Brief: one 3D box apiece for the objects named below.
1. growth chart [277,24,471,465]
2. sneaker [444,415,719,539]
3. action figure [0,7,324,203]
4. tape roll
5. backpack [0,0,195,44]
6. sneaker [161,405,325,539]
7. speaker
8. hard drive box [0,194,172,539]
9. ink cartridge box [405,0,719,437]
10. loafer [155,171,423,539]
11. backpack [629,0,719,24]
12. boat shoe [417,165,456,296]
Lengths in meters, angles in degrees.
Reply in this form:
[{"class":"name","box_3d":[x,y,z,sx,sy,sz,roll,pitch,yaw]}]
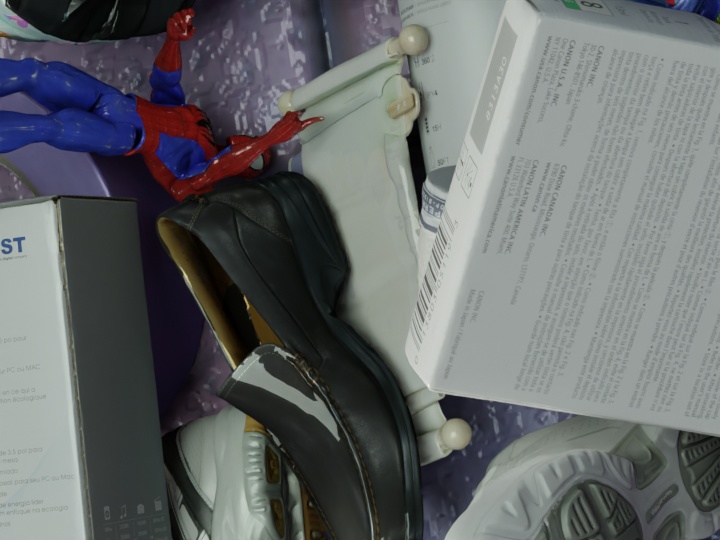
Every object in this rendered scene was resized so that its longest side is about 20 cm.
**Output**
[{"class":"growth chart","box_3d":[0.000,0.000,1.141,0.145,0.018,0.201,-10,87,60]},{"class":"sneaker","box_3d":[0.080,0.106,1.055,0.099,0.200,0.078,-13,94,36]},{"class":"action figure","box_3d":[-0.100,-0.081,1.120,0.099,0.200,0.065,-37,56,31]},{"class":"tape roll","box_3d":[-0.181,0.007,1.217,0.199,0.085,0.201,0,89,23]},{"class":"backpack","box_3d":[-0.130,-0.203,1.165,0.126,0.167,0.201,17,99,56]},{"class":"sneaker","box_3d":[-0.060,0.163,1.157,0.087,0.076,0.201,-13,68,27]},{"class":"speaker","box_3d":[0.064,-0.068,1.116,0.081,0.081,0.201,-11,85,22]},{"class":"hard drive box","box_3d":[-0.172,0.075,1.126,0.155,0.077,0.201,-7,88,24]},{"class":"ink cartridge box","box_3d":[0.133,-0.016,0.988,0.199,0.050,0.161,9,114,-17]},{"class":"loafer","box_3d":[-0.032,0.051,1.119,0.200,0.072,0.073,66,146,26]},{"class":"backpack","box_3d":[0.159,-0.169,1.026,0.200,0.135,0.183,25,100,5]},{"class":"boat shoe","box_3d":[0.116,-0.003,1.055,0.071,0.199,0.070,-137,51,-59]}]
